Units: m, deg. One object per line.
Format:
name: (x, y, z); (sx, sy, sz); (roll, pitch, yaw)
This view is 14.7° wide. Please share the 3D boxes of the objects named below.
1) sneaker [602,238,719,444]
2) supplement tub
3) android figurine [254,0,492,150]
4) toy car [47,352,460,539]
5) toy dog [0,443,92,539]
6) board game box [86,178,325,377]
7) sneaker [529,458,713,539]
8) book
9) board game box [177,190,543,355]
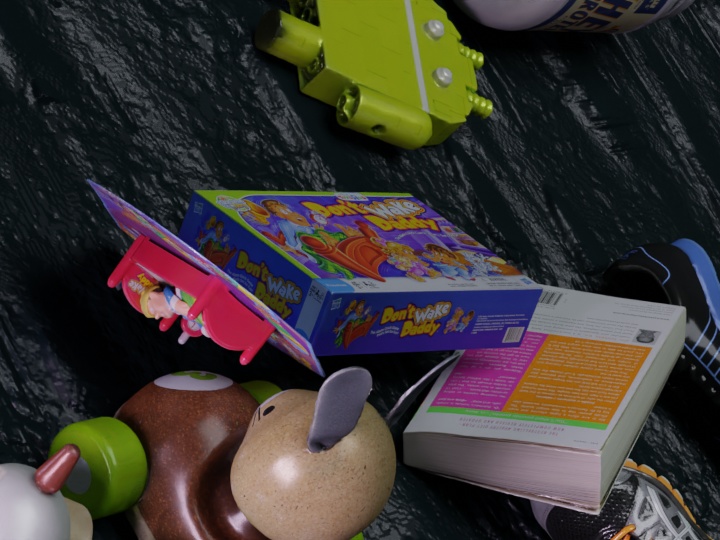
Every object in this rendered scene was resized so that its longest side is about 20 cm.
sneaker: (0.240, 0.072, 1.987); (0.078, 0.070, 0.201); (-13, 67, -37)
supplement tub: (0.166, -0.254, 2.127); (0.199, 0.145, 0.146); (-4, 61, -48)
android figurine: (0.011, -0.160, 1.968); (0.199, 0.041, 0.183); (22, 44, -31)
toy car: (-0.041, 0.097, 1.540); (0.164, 0.200, 0.158); (-11, 66, -51)
toy dog: (-0.172, 0.166, 1.425); (0.131, 0.096, 0.201); (7, 53, -43)
board game box: (-0.097, 0.021, 1.605); (0.158, 0.039, 0.200); (36, -6, 8)
sneaker: (0.192, 0.192, 1.797); (0.200, 0.078, 0.077); (34, 28, -19)
book: (0.122, 0.073, 1.814); (0.133, 0.048, 0.200); (10, 32, 19)
board game box: (0.000, 0.000, 1.754); (0.199, 0.045, 0.134); (-1, 29, -48)
